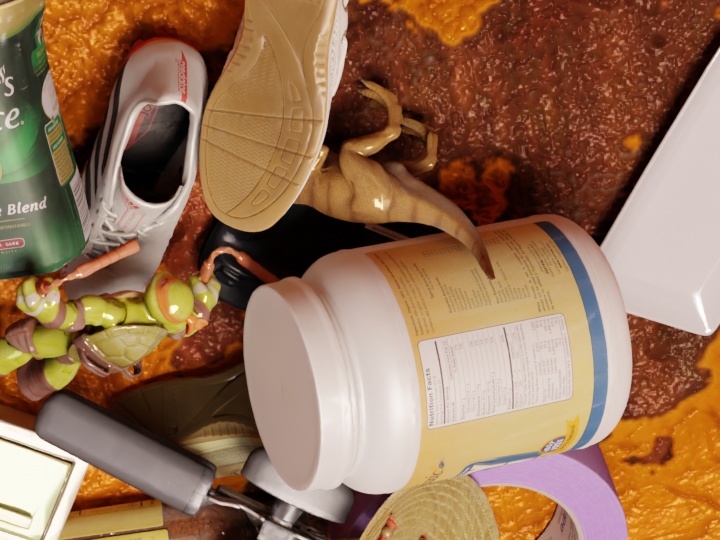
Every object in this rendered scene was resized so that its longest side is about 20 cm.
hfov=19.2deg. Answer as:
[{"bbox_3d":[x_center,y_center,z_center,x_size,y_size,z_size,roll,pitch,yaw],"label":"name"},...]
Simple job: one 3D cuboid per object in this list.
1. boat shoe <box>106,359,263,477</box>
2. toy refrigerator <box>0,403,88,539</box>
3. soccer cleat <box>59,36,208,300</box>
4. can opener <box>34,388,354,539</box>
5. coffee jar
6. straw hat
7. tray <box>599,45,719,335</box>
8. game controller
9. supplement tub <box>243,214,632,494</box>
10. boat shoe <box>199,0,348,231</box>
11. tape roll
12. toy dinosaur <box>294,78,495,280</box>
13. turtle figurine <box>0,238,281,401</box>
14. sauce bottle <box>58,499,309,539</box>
[{"bbox_3d":[-0.066,0.101,1.375,0.200,0.073,0.063,-14,141,12],"label":"boat shoe"},{"bbox_3d":[-0.277,0.110,1.336,0.200,0.070,0.076,23,91,-23],"label":"toy refrigerator"},{"bbox_3d":[-0.135,-0.043,1.260,0.068,0.085,0.200,12,121,-18],"label":"soccer cleat"},{"bbox_3d":[-0.101,0.115,1.324,0.200,0.053,0.067,28,90,-4],"label":"can opener"},{"bbox_3d":[-0.217,-0.097,1.189,0.104,0.085,0.201,-6,115,4],"label":"coffee jar"},{"bbox_3d":[0.006,0.212,1.371,0.085,0.201,0.201,7,134,33],"label":"straw hat"},{"bbox_3d":[0.224,-0.052,1.354,0.107,0.022,0.200,17,120,-19],"label":"tray"},{"bbox_3d":[0.000,0.000,1.349,0.200,0.042,0.105,21,104,-23],"label":"game controller"},{"bbox_3d":[0.044,0.051,1.266,0.199,0.145,0.145,-10,127,-21],"label":"supplement tub"},{"bbox_3d":[-0.039,-0.120,1.223,0.071,0.069,0.201,20,111,8],"label":"boat shoe"},{"bbox_3d":[0.079,0.179,1.464,0.199,0.066,0.201,-4,125,-6],"label":"tape roll"},{"bbox_3d":[0.014,-0.049,1.264,0.199,0.106,0.060,14,156,24],"label":"toy dinosaur"},{"bbox_3d":[-0.146,0.035,1.249,0.161,0.065,0.200,-20,170,33],"label":"turtle figurine"},{"bbox_3d":[-0.133,0.186,1.431,0.199,0.066,0.066,-6,125,-3],"label":"sauce bottle"}]
